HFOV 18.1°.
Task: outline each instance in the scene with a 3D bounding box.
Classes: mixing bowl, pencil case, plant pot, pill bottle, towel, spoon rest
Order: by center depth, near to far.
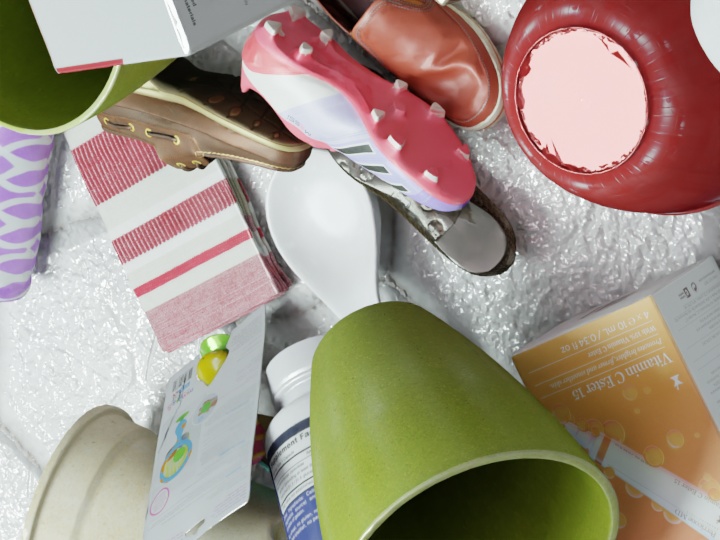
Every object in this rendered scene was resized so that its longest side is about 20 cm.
[{"bbox_3d":[0.166,-0.121,1.459,0.200,0.108,0.201,11,110,31],"label":"mixing bowl"},{"bbox_3d":[0.044,0.119,1.483,0.187,0.187,0.200,-63,35,31],"label":"plant pot"},{"bbox_3d":[-0.177,-0.208,1.605,0.187,0.200,0.188,12,111,32],"label":"plant pot"},{"bbox_3d":[-0.006,0.150,1.621,0.111,0.111,0.200,-41,52,36],"label":"pill bottle"},{"bbox_3d":[0.000,0.000,1.641,0.099,0.061,0.200,-41,82,36],"label":"spoon rest"},{"bbox_3d":[-0.137,0.221,1.744,0.183,0.200,0.201,12,112,18],"label":"plant pot"},{"bbox_3d":[-0.145,-0.049,1.749,0.144,0.023,0.200,-26,88,39],"label":"towel"},{"bbox_3d":[-0.290,-0.073,1.804,0.086,0.084,0.200,-128,46,-55],"label":"pencil case"}]

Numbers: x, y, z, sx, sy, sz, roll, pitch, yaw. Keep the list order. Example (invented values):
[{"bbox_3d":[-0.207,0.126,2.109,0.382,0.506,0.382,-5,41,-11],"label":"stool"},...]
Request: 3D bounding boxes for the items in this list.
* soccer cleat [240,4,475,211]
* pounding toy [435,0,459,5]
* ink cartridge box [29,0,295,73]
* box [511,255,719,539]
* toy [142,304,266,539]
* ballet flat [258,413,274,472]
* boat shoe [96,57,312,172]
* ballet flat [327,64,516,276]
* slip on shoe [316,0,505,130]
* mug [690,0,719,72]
[{"bbox_3d":[-0.003,-0.102,1.572,0.200,0.067,0.077,40,137,14],"label":"soccer cleat"},{"bbox_3d":[0.052,-0.307,1.452,0.184,0.142,0.200,44,125,14],"label":"pounding toy"},{"bbox_3d":[-0.093,-0.203,1.431,0.144,0.200,0.084,-1,114,48],"label":"ink cartridge box"},{"bbox_3d":[0.211,0.112,1.511,0.124,0.097,0.200,-27,90,37],"label":"box"},{"bbox_3d":[-0.102,0.130,1.671,0.047,0.200,0.115,34,125,-29],"label":"toy"},{"bbox_3d":[-0.012,0.160,1.712,0.200,0.069,0.063,42,96,14],"label":"ballet flat"},{"bbox_3d":[-0.116,-0.107,1.658,0.200,0.072,0.068,23,119,30],"label":"boat shoe"},{"bbox_3d":[0.039,-0.071,1.604,0.200,0.046,0.067,45,105,17],"label":"ballet flat"},{"bbox_3d":[0.023,-0.170,1.569,0.200,0.061,0.074,47,124,11],"label":"slip on shoe"},{"bbox_3d":[0.305,-0.167,1.341,0.200,0.148,0.175,35,134,-16],"label":"mug"}]
